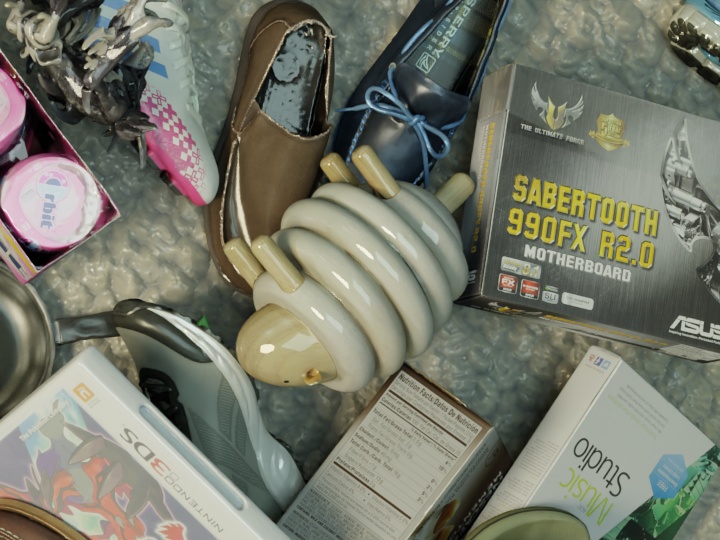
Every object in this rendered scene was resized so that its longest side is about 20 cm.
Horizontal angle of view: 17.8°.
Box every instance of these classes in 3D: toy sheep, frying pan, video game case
[{"bbox_3d":[0.000,0.000,1.453,0.200,0.138,0.138,-41,102,-17],"label":"toy sheep"},{"bbox_3d":[-0.223,0.029,1.478,0.190,0.031,0.115,-31,93,-28],"label":"frying pan"},{"bbox_3d":[-0.158,0.156,1.424,0.182,0.200,0.023,45,42,-8],"label":"video game case"}]

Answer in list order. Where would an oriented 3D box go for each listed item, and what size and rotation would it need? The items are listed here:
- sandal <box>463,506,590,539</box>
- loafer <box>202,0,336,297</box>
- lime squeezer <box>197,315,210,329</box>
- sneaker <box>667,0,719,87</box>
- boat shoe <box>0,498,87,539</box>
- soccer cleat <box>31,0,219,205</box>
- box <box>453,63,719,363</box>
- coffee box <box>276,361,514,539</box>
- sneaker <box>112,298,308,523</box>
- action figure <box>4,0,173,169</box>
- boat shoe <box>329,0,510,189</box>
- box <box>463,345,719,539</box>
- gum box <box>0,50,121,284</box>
[{"bbox_3d":[0.074,0.210,1.457,0.201,0.057,0.080,-16,115,-38],"label":"sandal"},{"bbox_3d":[-0.057,-0.081,1.501,0.073,0.071,0.200,5,91,-16],"label":"loafer"},{"bbox_3d":[-0.182,0.094,1.489,0.200,0.038,0.071,-18,97,-14],"label":"lime squeezer"},{"bbox_3d":[0.315,-0.142,1.606,0.200,0.078,0.090,38,78,-14],"label":"sneaker"},{"bbox_3d":[-0.171,0.224,1.418,0.200,0.070,0.070,39,38,-1],"label":"boat shoe"},{"bbox_3d":[-0.135,-0.138,1.476,0.086,0.070,0.200,-35,100,-4],"label":"soccer cleat"},{"bbox_3d":[0.167,-0.035,1.525,0.200,0.048,0.158,14,78,-22],"label":"box"},{"bbox_3d":[0.006,0.172,1.498,0.080,0.114,0.200,35,80,19],"label":"coffee box"},{"bbox_3d":[-0.104,0.103,1.470,0.079,0.074,0.200,-42,116,-27],"label":"sneaker"},{"bbox_3d":[-0.165,-0.152,1.376,0.102,0.119,0.200,-45,135,-10],"label":"action figure"},{"bbox_3d":[0.037,-0.124,1.529,0.084,0.069,0.200,23,85,-15],"label":"boat shoe"},{"bbox_3d":[0.152,0.170,1.562,0.144,0.036,0.200,39,82,-38],"label":"box"},{"bbox_3d":[-0.237,-0.093,1.417,0.066,0.114,0.200,-37,94,-12],"label":"gum box"}]
